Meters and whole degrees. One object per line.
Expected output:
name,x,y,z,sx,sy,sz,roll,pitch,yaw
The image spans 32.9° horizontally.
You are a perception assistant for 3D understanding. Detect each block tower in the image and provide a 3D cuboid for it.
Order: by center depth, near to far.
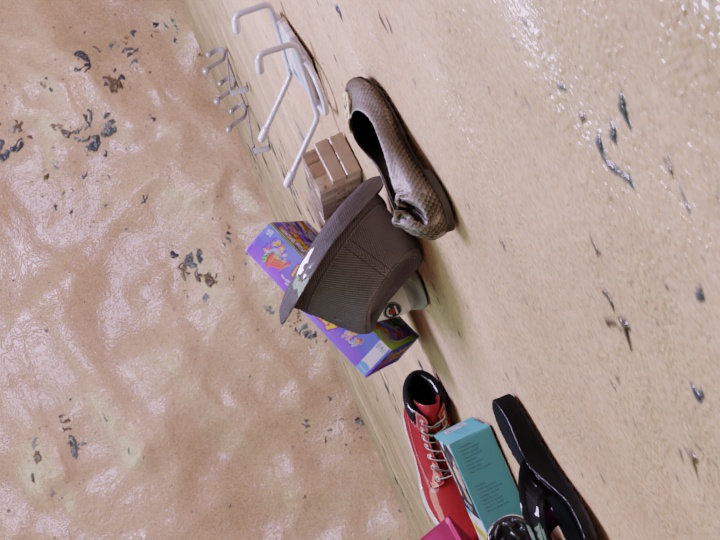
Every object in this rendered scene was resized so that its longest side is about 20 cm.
block tower,-0.029,-0.088,1.445,0.200,0.053,0.058,83,163,-67

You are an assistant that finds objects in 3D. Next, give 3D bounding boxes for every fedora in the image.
fedora,0.000,0.000,1.199,0.090,0.178,0.200,36,164,5

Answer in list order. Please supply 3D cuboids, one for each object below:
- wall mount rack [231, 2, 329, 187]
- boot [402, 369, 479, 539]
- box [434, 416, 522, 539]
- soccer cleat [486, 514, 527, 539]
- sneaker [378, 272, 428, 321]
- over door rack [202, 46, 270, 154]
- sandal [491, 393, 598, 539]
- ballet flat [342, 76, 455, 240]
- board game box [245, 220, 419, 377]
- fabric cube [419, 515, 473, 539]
wall mount rack,-0.092,-0.207,1.415,0.201,0.074,0.175,-119,11,-51
boot,0.098,0.224,1.457,0.145,0.072,0.202,83,166,-64
box,0.144,0.257,1.266,0.082,0.049,0.202,173,73,-83
soccer cleat,0.187,0.316,1.123,0.201,0.068,0.073,60,-164,21
sneaker,0.000,-0.008,1.344,0.200,0.088,0.075,-121,8,-59
over door rack,-0.247,-0.326,2.354,0.201,0.066,0.149,-121,9,-52
sandal,0.146,0.190,0.998,0.201,0.048,0.076,-119,8,-46
ballet flat,0.020,-0.094,1.029,0.068,0.046,0.201,75,170,-50
board game box,-0.030,0.029,1.414,0.200,0.045,0.134,46,-166,9
fabric cube,0.106,0.444,1.370,0.200,0.199,0.197,48,-176,-34
